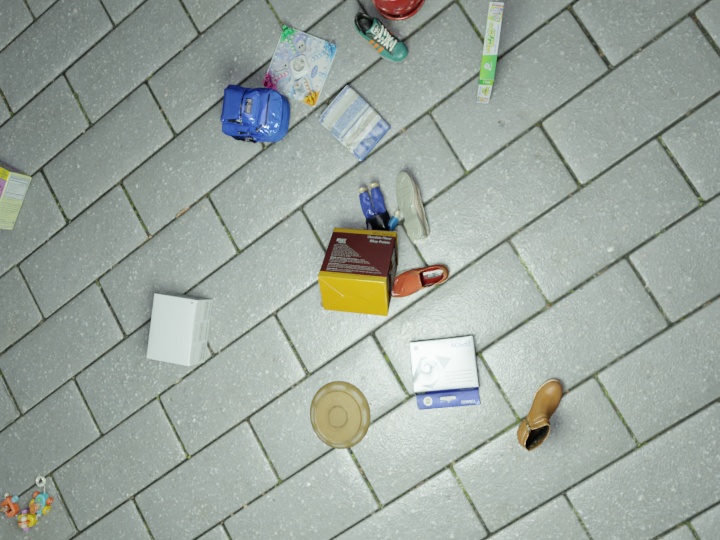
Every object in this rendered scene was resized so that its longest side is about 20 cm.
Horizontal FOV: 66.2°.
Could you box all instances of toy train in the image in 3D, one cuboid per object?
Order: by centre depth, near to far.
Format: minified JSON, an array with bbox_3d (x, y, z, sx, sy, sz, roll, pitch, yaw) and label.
[{"bbox_3d":[-1.148,0.801,1.881,0.197,0.056,0.153,-35,83,9],"label":"toy train"}]

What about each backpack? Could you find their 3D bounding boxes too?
[{"bbox_3d":[-0.321,-0.476,1.691,0.193,0.168,0.169,9,97,7],"label":"backpack"}]

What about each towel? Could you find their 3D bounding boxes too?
[{"bbox_3d":[-0.020,-0.453,1.700,0.200,0.024,0.147,44,95,7],"label":"towel"}]

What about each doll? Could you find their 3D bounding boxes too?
[{"bbox_3d":[0.057,-0.157,1.663,0.132,0.048,0.207,-18,85,12],"label":"doll"}]

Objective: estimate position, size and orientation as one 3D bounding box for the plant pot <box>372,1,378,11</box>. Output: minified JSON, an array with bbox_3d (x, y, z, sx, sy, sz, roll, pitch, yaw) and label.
[{"bbox_3d":[0.107,-0.844,1.602,0.193,0.182,0.209,0,88,11],"label":"plant pot"}]

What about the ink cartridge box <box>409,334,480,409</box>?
[{"bbox_3d":[0.246,0.301,1.616,0.192,0.041,0.208,-8,87,11],"label":"ink cartridge box"}]

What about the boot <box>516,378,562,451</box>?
[{"bbox_3d":[0.494,0.394,1.504,0.076,0.155,0.202,40,96,10],"label":"boot"}]

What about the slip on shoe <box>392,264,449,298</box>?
[{"bbox_3d":[0.167,0.030,1.629,0.194,0.061,0.077,-17,87,12],"label":"slip on shoe"}]

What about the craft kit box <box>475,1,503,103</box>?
[{"bbox_3d":[0.358,-0.599,1.537,0.047,0.197,0.208,8,91,12],"label":"craft kit box"}]

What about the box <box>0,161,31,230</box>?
[{"bbox_3d":[-1.275,-0.273,1.914,0.172,0.097,0.205,25,93,11],"label":"box"}]

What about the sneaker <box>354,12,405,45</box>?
[{"bbox_3d":[0.057,-0.702,1.660,0.198,0.080,0.072,37,95,10],"label":"sneaker"}]

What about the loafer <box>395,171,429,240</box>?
[{"bbox_3d":[0.156,-0.191,1.645,0.071,0.062,0.207,-19,81,43],"label":"loafer"}]

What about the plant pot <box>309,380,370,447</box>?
[{"bbox_3d":[-0.066,0.443,1.683,0.192,0.027,0.208,0,88,12],"label":"plant pot"}]

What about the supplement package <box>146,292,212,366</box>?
[{"bbox_3d":[-0.573,0.183,1.751,0.150,0.111,0.208,7,89,11],"label":"supplement package"}]

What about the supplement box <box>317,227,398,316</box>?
[{"bbox_3d":[0.000,0.000,1.577,0.190,0.135,0.204,5,46,11],"label":"supplement box"}]

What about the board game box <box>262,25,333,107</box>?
[{"bbox_3d":[-0.194,-0.646,1.739,0.195,0.026,0.206,23,94,11],"label":"board game box"}]

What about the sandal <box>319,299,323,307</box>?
[{"bbox_3d":[-0.027,0.052,1.676,0.205,0.078,0.072,-16,59,4],"label":"sandal"}]
